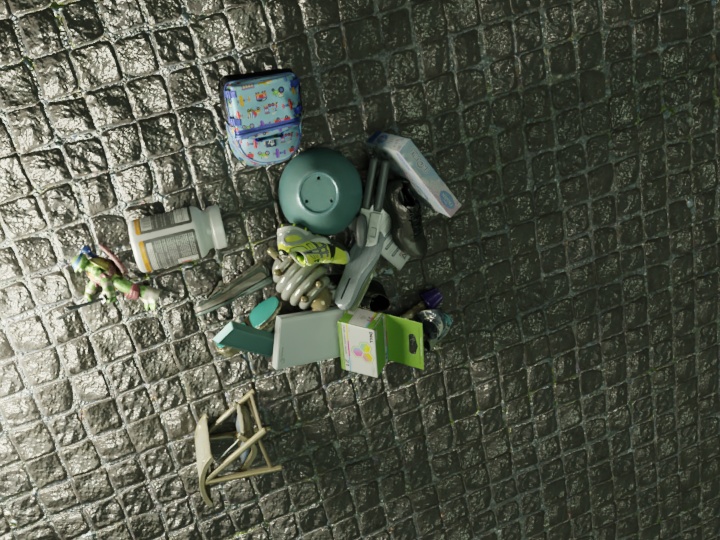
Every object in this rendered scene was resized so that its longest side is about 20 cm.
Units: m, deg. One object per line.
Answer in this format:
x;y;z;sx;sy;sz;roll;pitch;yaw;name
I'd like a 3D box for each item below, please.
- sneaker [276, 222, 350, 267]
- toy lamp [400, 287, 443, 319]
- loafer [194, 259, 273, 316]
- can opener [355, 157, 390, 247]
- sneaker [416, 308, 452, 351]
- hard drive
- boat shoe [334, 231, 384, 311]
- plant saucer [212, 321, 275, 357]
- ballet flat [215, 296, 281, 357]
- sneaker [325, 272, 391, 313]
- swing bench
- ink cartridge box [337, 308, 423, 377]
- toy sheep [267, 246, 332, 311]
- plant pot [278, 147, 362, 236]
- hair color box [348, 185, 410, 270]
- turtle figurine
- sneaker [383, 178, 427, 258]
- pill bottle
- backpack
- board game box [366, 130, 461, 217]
-0.109;-0.041;1.592;0.197;0.075;0.078;19;70;-35;sneaker
0.123;0.113;1.813;0.198;0.058;0.059;-34;115;-4;toy lamp
-0.303;0.041;1.657;0.197;0.072;0.064;-26;94;-15;loafer
0.026;-0.153;1.607;0.052;0.067;0.205;11;99;8;can opener
0.192;0.129;1.791;0.086;0.201;0.078;-36;75;-15;sneaker
-0.120;0.162;1.734;0.196;0.027;0.135;-7;113;-34;hard drive
0.000;0.000;1.665;0.203;0.071;0.062;-62;151;-3;boat shoe
-0.256;0.167;1.672;0.070;0.019;0.199;-42;146;17;plant saucer
-0.257;0.140;1.705;0.198;0.068;0.075;-37;137;4;ballet flat
-0.026;0.057;1.718;0.195;0.106;0.077;-2;109;-17;sneaker
-0.310;0.422;1.703;0.196;0.199;0.132;-24;114;-9;swing bench
0.051;0.184;1.730;0.196;0.076;0.151;11;125;24;ink cartridge box
-0.143;0.016;1.650;0.138;0.138;0.201;-42;86;1;toy sheep
-0.091;-0.172;1.573;0.195;0.135;0.206;0;97;-1;plant pot
0.049;-0.103;1.712;0.199;0.061;0.100;39;94;-24;hair color box
-0.548;0.061;1.540;0.191;0.203;0.144;20;136;-27;turtle figurine
0.110;-0.120;1.645;0.076;0.090;0.203;-36;107;-31;sneaker
-0.398;-0.075;1.551;0.195;0.116;0.119;-14;112;-12;pill bottle
-0.206;-0.318;1.521;0.178;0.135;0.205;-10;114;-13;backpack
0.120;-0.223;1.617;0.043;0.199;0.200;-43;115;-3;board game box
